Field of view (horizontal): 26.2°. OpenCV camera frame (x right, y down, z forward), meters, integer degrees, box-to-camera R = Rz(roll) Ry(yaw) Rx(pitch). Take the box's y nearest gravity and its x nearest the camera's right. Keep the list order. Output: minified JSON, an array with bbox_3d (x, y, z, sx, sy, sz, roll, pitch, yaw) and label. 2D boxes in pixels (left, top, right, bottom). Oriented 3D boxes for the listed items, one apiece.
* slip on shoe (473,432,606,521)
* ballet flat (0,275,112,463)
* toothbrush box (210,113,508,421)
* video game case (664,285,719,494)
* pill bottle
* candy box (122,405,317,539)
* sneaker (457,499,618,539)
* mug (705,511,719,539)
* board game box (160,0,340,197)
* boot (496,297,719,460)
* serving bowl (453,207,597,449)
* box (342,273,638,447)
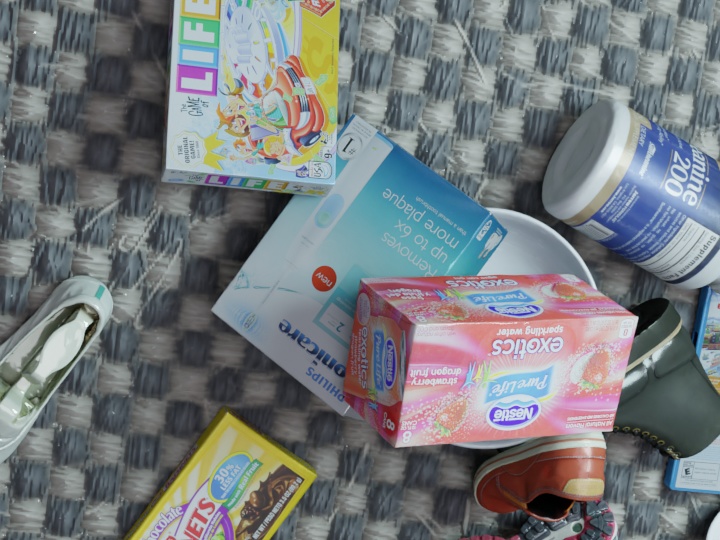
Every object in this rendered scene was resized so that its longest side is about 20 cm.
[{"bbox_3d":[0.149,0.183,1.306,0.074,0.200,0.062,2,72,-19],"label":"slip on shoe"},{"bbox_3d":[-0.274,0.089,1.256,0.069,0.069,0.200,39,91,-16],"label":"ballet flat"},{"bbox_3d":[0.000,0.000,1.257,0.146,0.085,0.200,38,93,18],"label":"toothbrush box"},{"bbox_3d":[0.365,0.110,1.426,0.142,0.018,0.201,7,99,-13],"label":"video game case"},{"bbox_3d":[0.264,-0.053,1.323,0.199,0.111,0.111,28,94,-16],"label":"pill bottle"},{"bbox_3d":[-0.137,0.226,1.334,0.102,0.026,0.200,37,91,-13],"label":"candy box"},{"bbox_3d":[0.140,0.273,1.382,0.199,0.081,0.075,-23,143,2],"label":"sneaker"},{"bbox_3d":[0.423,0.289,1.417,0.200,0.147,0.176,-38,121,-28],"label":"mug"},{"bbox_3d":[-0.085,-0.164,1.223,0.134,0.034,0.201,4,75,-13],"label":"board game box"},{"bbox_3d":[0.229,0.139,1.367,0.200,0.077,0.139,-37,105,3],"label":"boot"},{"bbox_3d":[0.106,0.050,1.318,0.199,0.066,0.201,0,86,5],"label":"serving bowl"},{"bbox_3d":[0.098,0.067,1.181,0.199,0.095,0.103,0,111,-28],"label":"box"}]
